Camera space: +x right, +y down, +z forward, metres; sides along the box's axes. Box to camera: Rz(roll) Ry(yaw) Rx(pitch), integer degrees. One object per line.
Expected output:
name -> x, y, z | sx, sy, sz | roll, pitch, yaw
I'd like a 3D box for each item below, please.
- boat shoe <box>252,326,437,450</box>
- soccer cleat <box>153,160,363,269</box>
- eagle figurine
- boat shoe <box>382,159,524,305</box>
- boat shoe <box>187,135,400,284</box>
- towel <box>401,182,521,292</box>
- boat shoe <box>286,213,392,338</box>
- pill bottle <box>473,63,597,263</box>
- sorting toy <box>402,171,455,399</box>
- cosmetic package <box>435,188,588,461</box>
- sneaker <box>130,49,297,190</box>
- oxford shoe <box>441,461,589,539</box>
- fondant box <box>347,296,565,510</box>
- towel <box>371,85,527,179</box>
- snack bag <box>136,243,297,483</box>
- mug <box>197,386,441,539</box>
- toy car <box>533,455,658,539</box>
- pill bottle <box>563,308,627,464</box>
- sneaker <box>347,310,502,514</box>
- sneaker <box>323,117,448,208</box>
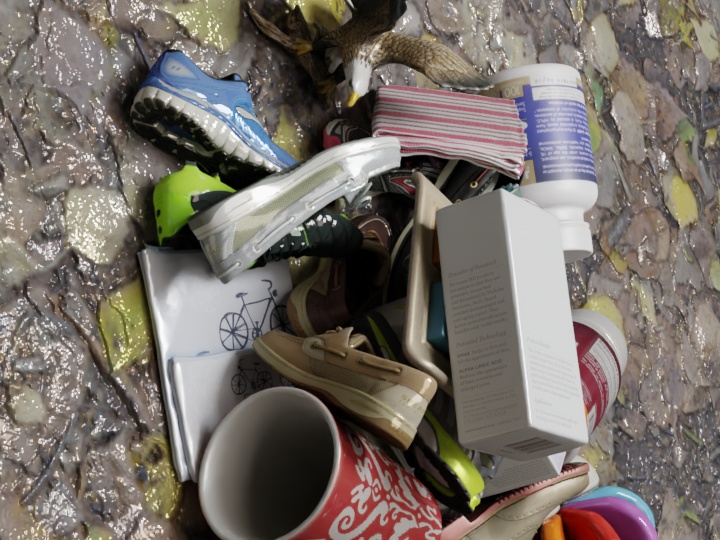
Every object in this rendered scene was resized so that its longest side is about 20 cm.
boat shoe -> -0.012, 0.083, 1.263 | 0.065, 0.199, 0.071 | -56, 133, -9
soccer cleat -> -0.087, -0.030, 1.325 | 0.199, 0.067, 0.082 | 15, 61, -28
eagle figurine -> 0.021, -0.213, 1.426 | 0.151, 0.199, 0.152 | 3, 75, -49
boat shoe -> 0.088, -0.032, 1.497 | 0.202, 0.063, 0.074 | -59, 143, -3
boat shoe -> -0.047, -0.056, 1.281 | 0.201, 0.074, 0.065 | -27, 94, -30
towel -> 0.111, 0.027, 1.496 | 0.146, 0.022, 0.201 | -36, 137, -21
boat shoe -> 0.000, 0.000, 1.420 | 0.072, 0.072, 0.200 | 61, 30, -13
pill bottle -> 0.192, -0.110, 1.663 | 0.119, 0.119, 0.202 | 5, 74, -49
sorting toy -> 0.100, 0.035, 1.325 | 0.185, 0.036, 0.201 | 40, 40, -41
cosmetic package -> 0.123, 0.046, 1.262 | 0.101, 0.074, 0.202 | 22, 56, -52
sneaker -> -0.106, -0.124, 1.343 | 0.200, 0.078, 0.090 | 38, 54, -37
oxford shoe -> 0.138, 0.246, 1.464 | 0.199, 0.070, 0.075 | -26, 90, -11
fondant box -> 0.085, 0.117, 1.433 | 0.201, 0.144, 0.058 | 58, 31, -20
towel -> 0.083, -0.137, 1.481 | 0.200, 0.145, 0.030 | -84, -177, -69
snack bag -> -0.102, 0.071, 1.328 | 0.188, 0.021, 0.202 | -4, 81, -50
mug -> -0.041, 0.206, 1.291 | 0.200, 0.177, 0.134 | 37, 18, -50
toy car -> 0.223, 0.280, 1.548 | 0.199, 0.149, 0.176 | -20, 93, -51
pill bottle -> 0.205, 0.119, 1.599 | 0.200, 0.114, 0.115 | -39, 108, -58
sneaker -> 0.057, 0.115, 1.360 | 0.081, 0.074, 0.201 | -42, 107, -33
sneaker -> 0.039, -0.112, 1.515 | 0.199, 0.074, 0.081 | 6, 74, -49
